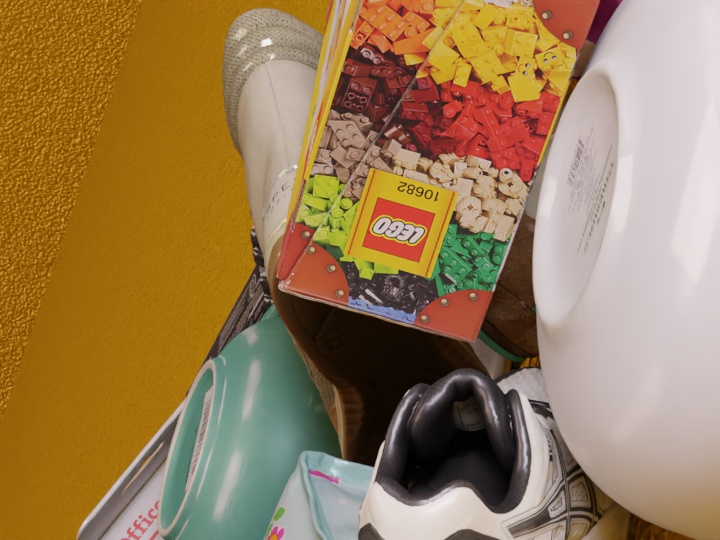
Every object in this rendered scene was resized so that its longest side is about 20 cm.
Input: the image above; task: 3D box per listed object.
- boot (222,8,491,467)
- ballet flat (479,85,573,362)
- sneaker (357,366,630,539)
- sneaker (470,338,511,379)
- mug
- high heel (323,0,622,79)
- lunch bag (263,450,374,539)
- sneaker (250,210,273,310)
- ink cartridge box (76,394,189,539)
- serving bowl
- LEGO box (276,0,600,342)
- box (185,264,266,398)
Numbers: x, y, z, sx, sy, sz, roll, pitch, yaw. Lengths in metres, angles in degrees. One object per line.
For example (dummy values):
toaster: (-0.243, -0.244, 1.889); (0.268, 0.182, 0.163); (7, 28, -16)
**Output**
boot: (0.000, 0.000, 1.048); (0.201, 0.072, 0.155); (63, -174, -45)
ballet flat: (0.070, -0.041, 1.069); (0.072, 0.068, 0.201); (-46, 23, 21)
sneaker: (0.049, 0.067, 0.850); (0.200, 0.075, 0.088); (-58, -34, -64)
sneaker: (0.034, 0.002, 1.167); (0.099, 0.070, 0.201); (61, -172, -58)
mug: (-0.032, 0.092, 1.199); (0.185, 0.114, 0.153); (-104, 33, -65)
high heel: (0.052, -0.096, 1.068); (0.199, 0.067, 0.096); (-14, 43, 35)
lunch bag: (0.008, 0.192, 0.895); (0.200, 0.121, 0.171); (-111, 40, -58)
sneaker: (-0.012, 0.032, 1.325); (0.090, 0.078, 0.202); (-12, -68, -60)
ink cartridge box: (-0.093, 0.157, 1.306); (0.117, 0.067, 0.201); (-52, -15, -29)
serving bowl: (0.099, -0.018, 0.798); (0.200, 0.065, 0.202); (-169, 90, -79)
LEGO box: (0.032, -0.097, 0.915); (0.201, 0.077, 0.150); (-82, 8, -56)
box: (-0.070, 0.092, 1.530); (0.200, 0.043, 0.161); (121, 161, -48)
